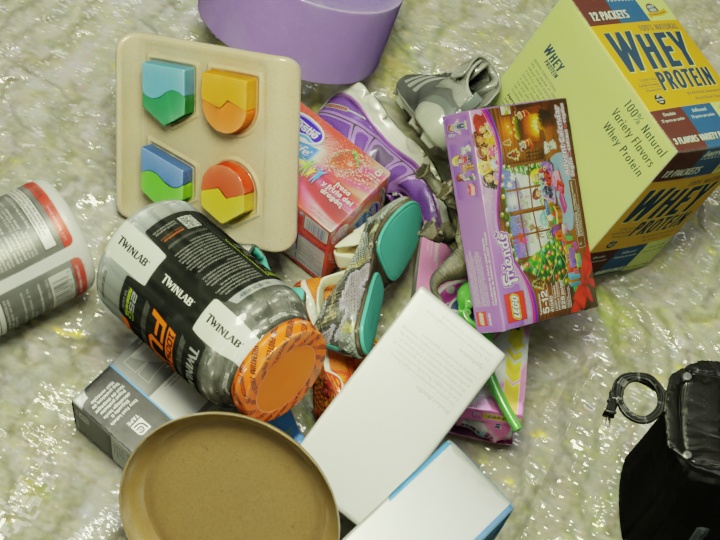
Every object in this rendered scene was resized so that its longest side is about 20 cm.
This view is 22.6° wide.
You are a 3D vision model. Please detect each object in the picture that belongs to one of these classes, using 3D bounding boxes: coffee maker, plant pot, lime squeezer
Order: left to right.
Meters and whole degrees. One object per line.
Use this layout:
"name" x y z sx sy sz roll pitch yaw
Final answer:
"plant pot" -0.112 0.207 1.562 0.198 0.202 0.028 18 27 4
"lime squeezer" 0.120 0.052 1.675 0.070 0.038 0.202 24 55 -29
"coffee maker" 0.295 0.168 1.608 0.191 0.201 0.135 29 59 7

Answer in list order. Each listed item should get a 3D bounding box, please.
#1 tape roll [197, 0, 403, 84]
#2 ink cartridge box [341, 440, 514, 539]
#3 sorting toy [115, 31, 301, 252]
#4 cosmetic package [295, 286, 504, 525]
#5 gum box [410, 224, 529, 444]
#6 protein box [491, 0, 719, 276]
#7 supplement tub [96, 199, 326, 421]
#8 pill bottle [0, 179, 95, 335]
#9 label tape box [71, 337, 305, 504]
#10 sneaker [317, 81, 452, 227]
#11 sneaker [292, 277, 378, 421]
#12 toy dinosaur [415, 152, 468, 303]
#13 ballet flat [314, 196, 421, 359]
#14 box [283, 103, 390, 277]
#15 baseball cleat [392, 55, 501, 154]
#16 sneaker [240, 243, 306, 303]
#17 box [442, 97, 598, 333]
"tape roll" -0.060 -0.279 1.829 0.198 0.086 0.201 16 33 -11
"ink cartridge box" 0.039 0.252 1.533 0.085 0.200 0.144 44 65 13
"sorting toy" -0.150 -0.121 1.704 0.198 0.187 0.036 12 20 27
"cosmetic package" 0.031 0.124 1.597 0.101 0.074 0.201 39 86 4
"gum box" 0.101 0.065 1.718 0.112 0.066 0.202 8 60 -1
"protein box" 0.240 -0.133 1.748 0.134 0.200 0.200 -11 60 -40
"supplement tub" -0.130 0.037 1.586 0.122 0.123 0.200 -37 57 -23
"pill bottle" -0.356 0.007 1.667 0.199 0.116 0.116 -28 68 -20
"label tape box" -0.143 0.145 1.647 0.199 0.063 0.144 39 64 15
"sneaker" 0.024 -0.097 1.808 0.083 0.081 0.200 -38 64 -6
"sneaker" -0.011 0.092 1.690 0.076 0.073 0.202 -3 64 -20
"toy dinosaur" 0.103 -0.051 1.685 0.102 0.077 0.201 32 39 -31
"ballet flat" 0.000 0.000 1.689 0.071 0.072 0.201 20 47 4
"box" -0.077 -0.098 1.768 0.199 0.103 0.095 38 62 15
"baseball cleat" 0.090 -0.171 1.786 0.106 0.200 0.070 -39 110 7
"sneaker" -0.128 0.001 1.704 0.199 0.092 0.078 37 32 10
"box" 0.150 -0.052 1.662 0.136 0.039 0.202 -12 94 -42
